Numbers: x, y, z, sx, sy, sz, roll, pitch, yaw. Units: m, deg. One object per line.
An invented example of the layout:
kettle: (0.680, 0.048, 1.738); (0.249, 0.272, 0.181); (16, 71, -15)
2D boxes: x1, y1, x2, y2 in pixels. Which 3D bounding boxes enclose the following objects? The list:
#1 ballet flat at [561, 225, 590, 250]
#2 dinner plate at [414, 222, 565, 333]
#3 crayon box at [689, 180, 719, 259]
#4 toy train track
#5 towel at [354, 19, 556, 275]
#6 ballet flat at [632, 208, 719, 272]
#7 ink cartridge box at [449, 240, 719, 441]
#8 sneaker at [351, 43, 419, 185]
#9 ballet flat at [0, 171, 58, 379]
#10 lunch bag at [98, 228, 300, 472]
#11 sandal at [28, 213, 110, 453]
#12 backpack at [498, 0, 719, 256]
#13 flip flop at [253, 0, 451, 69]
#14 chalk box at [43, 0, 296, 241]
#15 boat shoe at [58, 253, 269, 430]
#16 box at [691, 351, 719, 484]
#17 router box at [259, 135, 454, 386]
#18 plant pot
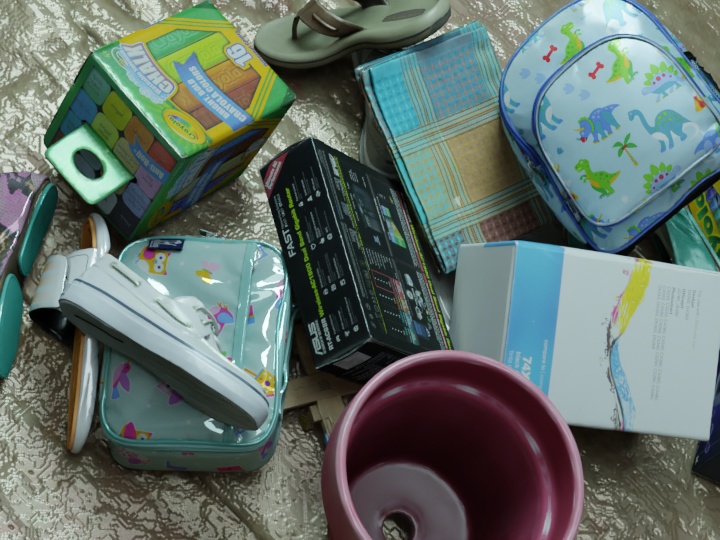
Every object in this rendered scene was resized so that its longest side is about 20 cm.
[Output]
ballet flat: (0.220, -0.106, 1.620); (0.070, 0.065, 0.203); (7, 96, 19)
dinner plate: (0.128, 0.019, 1.590); (0.198, 0.024, 0.202); (7, 65, -15)
crayon box: (0.383, -0.055, 1.616); (0.058, 0.173, 0.202); (-5, 68, -22)
toy train track: (-0.023, 0.143, 1.483); (0.114, 0.033, 0.202); (-11, 72, -24)
towel: (0.091, -0.114, 1.565); (0.146, 0.022, 0.202); (-25, 95, -28)
ballet flat: (0.281, -0.054, 1.648); (0.070, 0.067, 0.202); (-20, 71, -9)
ink cartridge box: (0.192, 0.060, 1.495); (0.198, 0.147, 0.148); (8, 87, -15)
sneaker: (0.038, -0.182, 1.618); (0.074, 0.082, 0.202); (3, 66, -16)
ballet flat: (-0.308, 0.003, 1.445); (0.070, 0.069, 0.202); (6, 60, 6)
lunch bag: (-0.131, 0.064, 1.437); (0.158, 0.077, 0.202); (2, 65, 4)
sandal: (-0.245, 0.046, 1.431); (0.059, 0.079, 0.209); (8, 66, -16)
backpack: (0.220, -0.136, 1.510); (0.182, 0.147, 0.201); (-38, 81, 5)
flip flop: (-0.012, -0.234, 1.587); (0.058, 0.198, 0.081); (61, 40, -33)
chalk box: (-0.177, -0.122, 1.471); (0.125, 0.124, 0.200); (47, 43, 7)
boat shoe: (-0.145, 0.048, 1.361); (0.199, 0.074, 0.067); (32, 67, 14)
box: (0.381, 0.101, 1.529); (0.078, 0.200, 0.142); (21, 61, -7)
router box: (0.000, 0.000, 1.482); (0.149, 0.062, 0.202); (23, 44, -53)
plant pot: (0.055, 0.185, 1.369); (0.198, 0.179, 0.202); (6, 66, -13)
